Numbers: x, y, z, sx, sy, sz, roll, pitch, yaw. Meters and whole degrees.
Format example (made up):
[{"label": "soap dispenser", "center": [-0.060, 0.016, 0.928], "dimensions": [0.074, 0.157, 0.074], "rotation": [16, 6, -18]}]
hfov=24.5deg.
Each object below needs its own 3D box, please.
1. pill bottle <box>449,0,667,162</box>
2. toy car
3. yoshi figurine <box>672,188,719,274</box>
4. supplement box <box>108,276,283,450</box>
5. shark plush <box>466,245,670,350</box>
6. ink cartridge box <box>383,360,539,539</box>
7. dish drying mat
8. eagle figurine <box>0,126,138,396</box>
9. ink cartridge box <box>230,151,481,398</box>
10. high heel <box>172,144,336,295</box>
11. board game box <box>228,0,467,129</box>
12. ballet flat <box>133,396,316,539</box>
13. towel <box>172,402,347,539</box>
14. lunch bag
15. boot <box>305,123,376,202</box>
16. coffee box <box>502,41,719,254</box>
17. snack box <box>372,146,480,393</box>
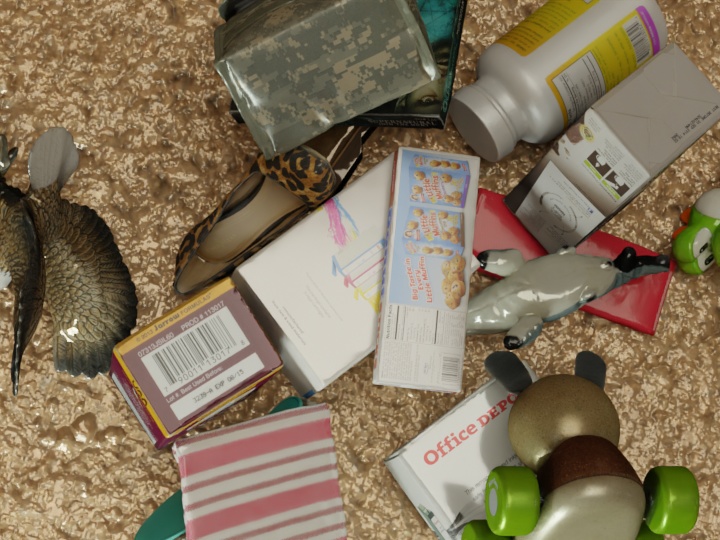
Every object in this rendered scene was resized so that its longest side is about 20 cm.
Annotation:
[{"label": "pill bottle", "center": [0.178, -0.187, 1.523], "dimensions": [0.200, 0.104, 0.104], "rotation": [-38, 87, -13]}, {"label": "toy car", "center": [0.166, 0.150, 1.383], "dimensions": [0.164, 0.158, 0.200], "rotation": [2, 50, -13]}, {"label": "yoshi figurine", "center": [0.379, -0.063, 1.533], "dimensions": [0.112, 0.112, 0.200], "rotation": [46, 80, -6]}, {"label": "supplement box", "center": [-0.140, 0.082, 1.377], "dimensions": [0.110, 0.200, 0.086], "rotation": [-31, 87, -12]}, {"label": "shark plush", "center": [0.176, 0.008, 1.487], "dimensions": [0.200, 0.083, 0.091], "rotation": [-27, 75, -13]}, {"label": "ink cartridge box", "center": [0.138, 0.201, 1.458], "dimensions": [0.146, 0.084, 0.200], "rotation": [-35, 87, -14]}, {"label": "dish drying mat", "center": [0.190, -0.009, 1.538], "dimensions": [0.200, 0.018, 0.077], "rotation": [20, 79, -6]}, {"label": "eagle figurine", "center": [-0.277, -0.006, 1.415], "dimensions": [0.152, 0.151, 0.200], "rotation": [-28, 74, -22]}, {"label": "ink cartridge box", "center": [0.000, 0.000, 1.451], "dimensions": [0.200, 0.129, 0.125], "rotation": [-37, 88, -14]}, {"label": "high heel", "center": [-0.092, -0.037, 1.410], "dimensions": [0.071, 0.200, 0.143], "rotation": [39, 74, -15]}, {"label": "board game box", "center": [-0.011, -0.194, 1.482], "dimensions": [0.200, 0.028, 0.136], "rotation": [3, 70, 19]}, {"label": "ballet flat", "center": [-0.101, 0.193, 1.436], "dimensions": [0.200, 0.072, 0.072], "rotation": [-41, 88, -11]}, {"label": "towel", "center": [-0.082, 0.221, 1.400], "dimensions": [0.146, 0.030, 0.200], "rotation": [-12, 100, -30]}, {"label": "lunch bag", "center": [-0.032, -0.202, 1.390], "dimensions": [0.164, 0.200, 0.118], "rotation": [-25, 114, 7]}, {"label": "boot", "center": [-0.005, -0.160, 1.510], "dimensions": [0.075, 0.074, 0.200], "rotation": [34, 80, 5]}, {"label": "coffee box", "center": [0.220, -0.100, 1.454], "dimensions": [0.113, 0.200, 0.080], "rotation": [-38, 84, -27]}, {"label": "snack box", "center": [0.056, -0.001, 1.381], "dimensions": [0.072, 0.024, 0.200], "rotation": [7, 79, -7]}]
